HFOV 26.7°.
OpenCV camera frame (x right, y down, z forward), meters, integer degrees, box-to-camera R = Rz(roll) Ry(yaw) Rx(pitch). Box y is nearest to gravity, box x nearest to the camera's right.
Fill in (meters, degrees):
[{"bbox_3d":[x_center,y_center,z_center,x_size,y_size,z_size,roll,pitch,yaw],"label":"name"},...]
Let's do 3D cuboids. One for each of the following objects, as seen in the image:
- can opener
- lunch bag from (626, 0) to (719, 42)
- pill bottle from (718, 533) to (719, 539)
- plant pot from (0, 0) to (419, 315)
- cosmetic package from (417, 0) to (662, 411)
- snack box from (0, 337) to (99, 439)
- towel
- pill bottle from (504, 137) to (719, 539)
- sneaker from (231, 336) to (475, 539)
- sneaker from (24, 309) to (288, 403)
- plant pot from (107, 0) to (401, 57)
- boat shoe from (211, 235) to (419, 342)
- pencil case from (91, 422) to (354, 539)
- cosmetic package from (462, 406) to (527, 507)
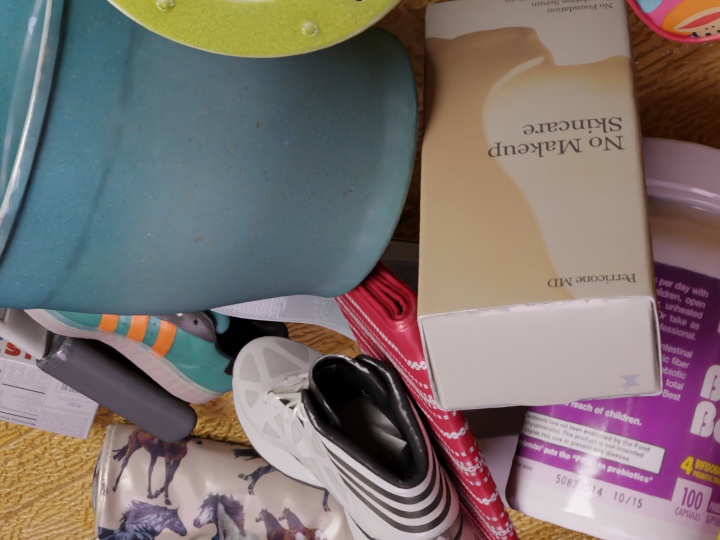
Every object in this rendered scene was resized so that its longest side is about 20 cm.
[{"bbox_3d":[-0.171,0.041,0.930,0.066,0.053,0.200,-26,131,29],"label":"can opener"},{"bbox_3d":[0.169,-0.196,0.602,0.199,0.082,0.176,-21,133,27],"label":"lunch bag"},{"bbox_3d":[0.269,0.166,0.988,0.198,0.113,0.113,-1,139,7],"label":"pill bottle"},{"bbox_3d":[-0.083,-0.067,0.703,0.187,0.201,0.200,11,140,-26],"label":"plant pot"},{"bbox_3d":[0.081,-0.039,0.701,0.104,0.201,0.071,-6,139,9],"label":"cosmetic package"},{"bbox_3d":[-0.267,0.061,0.984,0.199,0.024,0.072,15,139,-12],"label":"snack box"},{"bbox_3d":[0.036,0.070,0.786,0.022,0.145,0.201,-30,120,-7],"label":"towel"},{"bbox_3d":[0.151,0.039,0.780,0.112,0.201,0.112,15,176,1],"label":"pill bottle"},{"bbox_3d":[-0.012,0.067,0.800,0.075,0.200,0.116,-30,133,-19],"label":"sneaker"},{"bbox_3d":[-0.123,0.009,0.881,0.080,0.072,0.200,-25,139,29],"label":"sneaker"},{"bbox_3d":[-0.032,-0.187,0.547,0.199,0.194,0.201,2,139,2],"label":"plant pot"},{"bbox_3d":[0.000,0.000,0.860,0.199,0.067,0.074,16,117,-14],"label":"boat shoe"},{"bbox_3d":[-0.087,0.165,1.043,0.199,0.078,0.090,12,104,-8],"label":"pencil case"},{"bbox_3d":[0.159,0.070,0.893,0.199,0.108,0.085,-6,140,15],"label":"cosmetic package"}]
